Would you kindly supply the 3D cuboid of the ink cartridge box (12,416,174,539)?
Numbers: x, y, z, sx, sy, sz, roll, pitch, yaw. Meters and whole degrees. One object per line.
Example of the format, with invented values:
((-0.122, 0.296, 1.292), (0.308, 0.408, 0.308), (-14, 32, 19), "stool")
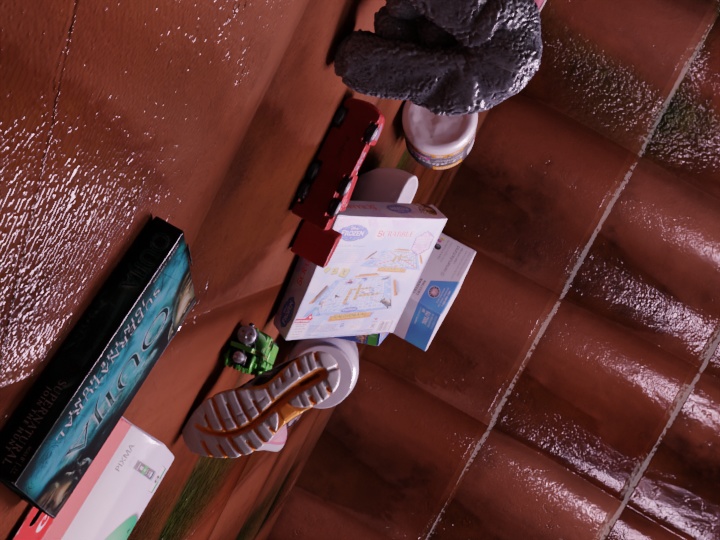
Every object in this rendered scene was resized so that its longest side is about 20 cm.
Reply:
((-0.229, 0.207, 0.856), (0.162, 0.050, 0.200), (-60, 176, -17), "ink cartridge box")

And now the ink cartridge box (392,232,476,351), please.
((0.069, 0.008, 1.729), (0.147, 0.199, 0.146), (-58, 172, -29), "ink cartridge box")

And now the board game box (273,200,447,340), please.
((0.000, 0.000, 1.360), (0.198, 0.041, 0.201), (-1, 126, -41), "board game box")

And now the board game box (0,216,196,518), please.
((-0.184, 0.073, 0.717), (0.201, 0.028, 0.136), (-60, 173, -22), "board game box")

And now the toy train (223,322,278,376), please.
((-0.132, 0.102, 1.240), (0.200, 0.041, 0.057), (80, 29, -80), "toy train")

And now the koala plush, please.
((0.093, -0.264, 0.970), (0.201, 0.182, 0.178), (-72, -175, -50), "koala plush")

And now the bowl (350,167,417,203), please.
((0.010, -0.066, 1.499), (0.201, 0.074, 0.200), (-62, 173, 3), "bowl")

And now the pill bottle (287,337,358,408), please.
((-0.059, 0.148, 1.566), (0.114, 0.113, 0.200), (-62, -178, 4), "pill bottle")

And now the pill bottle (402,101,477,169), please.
((0.125, -0.223, 1.571), (0.117, 0.116, 0.200), (-61, 173, -2), "pill bottle")

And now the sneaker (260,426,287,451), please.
((-0.134, 0.216, 1.535), (0.105, 0.075, 0.200), (-56, 170, -2), "sneaker")

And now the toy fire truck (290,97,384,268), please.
((-0.027, -0.100, 1.161), (0.202, 0.048, 0.141), (-64, 174, 8), "toy fire truck")

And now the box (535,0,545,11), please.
((0.257, -0.488, 1.524), (0.129, 0.108, 0.200), (-60, 173, -18), "box")

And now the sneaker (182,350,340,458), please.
((-0.117, 0.161, 1.189), (0.198, 0.079, 0.077), (-24, -177, -13), "sneaker")

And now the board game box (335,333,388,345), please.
((-0.020, 0.076, 1.575), (0.200, 0.134, 0.035), (-31, 131, -81), "board game box")
